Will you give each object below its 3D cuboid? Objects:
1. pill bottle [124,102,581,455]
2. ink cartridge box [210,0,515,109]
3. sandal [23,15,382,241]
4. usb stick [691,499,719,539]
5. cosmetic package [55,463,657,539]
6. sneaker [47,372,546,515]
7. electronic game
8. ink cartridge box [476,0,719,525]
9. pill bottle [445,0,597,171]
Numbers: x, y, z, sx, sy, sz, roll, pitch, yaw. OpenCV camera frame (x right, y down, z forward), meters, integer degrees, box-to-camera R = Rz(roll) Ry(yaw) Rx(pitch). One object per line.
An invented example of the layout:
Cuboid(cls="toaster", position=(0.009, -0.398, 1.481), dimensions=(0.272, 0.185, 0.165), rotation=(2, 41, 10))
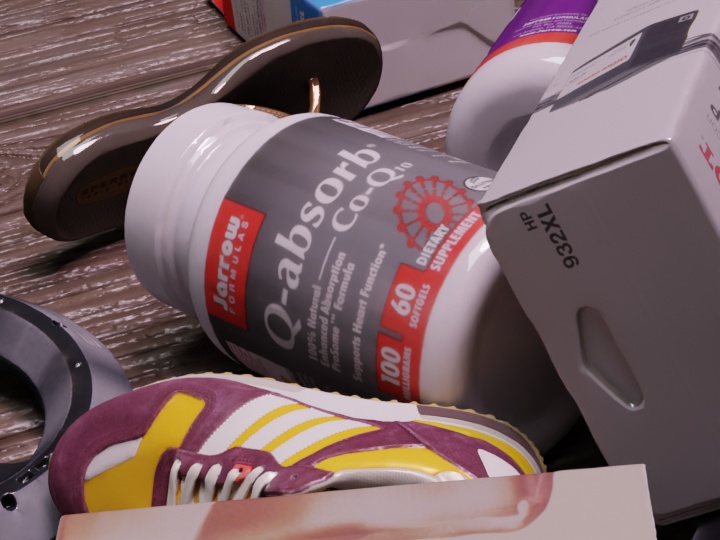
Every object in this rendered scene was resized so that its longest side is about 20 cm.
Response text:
Cuboid(cls="pill bottle", position=(0.000, 0.000, 0.953), dimensions=(0.199, 0.116, 0.116), rotation=(21, 41, 39))
Cuboid(cls="ink cartridge box", position=(-0.008, -0.164, 1.274), dimensions=(0.116, 0.068, 0.200), rotation=(-18, 32, -18))
Cuboid(cls="sandal", position=(-0.068, -0.060, 1.108), dimensions=(0.199, 0.082, 0.055), rotation=(-24, 51, -28))
Cuboid(cls="usb stick", position=(0.164, 0.079, 0.868), dimensions=(0.055, 0.033, 0.200), rotation=(-3, 30, 27))
Cuboid(cls="cosmetic package", position=(0.002, 0.133, 0.745), dimensions=(0.199, 0.104, 0.087), rotation=(-4, 32, 3))
Cuboid(cls="sneaker", position=(-0.034, 0.084, 0.841), dimensions=(0.199, 0.075, 0.090), rotation=(-1, 13, 18))
Cuboid(cls="electronic game", position=(-0.193, 0.069, 0.951), dimensions=(0.199, 0.042, 0.200), rotation=(0, 36, 0))
Cuboid(cls="ink cartridge box", position=(0.136, -0.021, 0.883), dimensions=(0.083, 0.146, 0.200), rotation=(-20, 20, 29))
Cuboid(cls="pill bottle", position=(0.120, -0.092, 1.084), dimensions=(0.112, 0.113, 0.200), rotation=(6, 33, 21))
